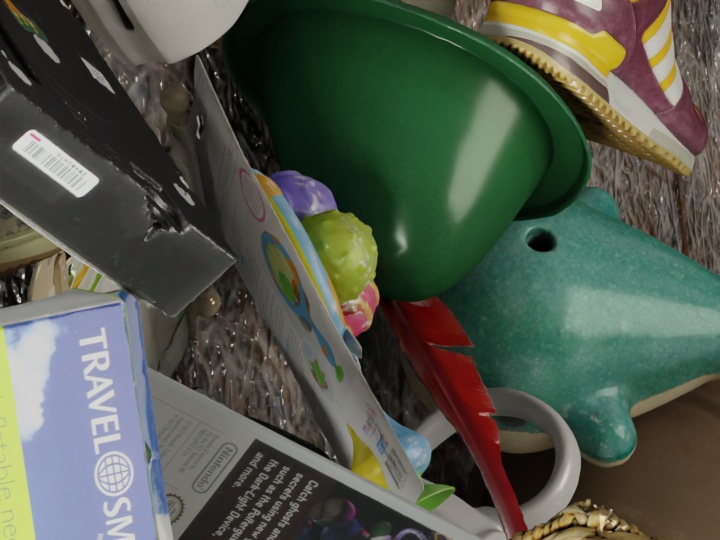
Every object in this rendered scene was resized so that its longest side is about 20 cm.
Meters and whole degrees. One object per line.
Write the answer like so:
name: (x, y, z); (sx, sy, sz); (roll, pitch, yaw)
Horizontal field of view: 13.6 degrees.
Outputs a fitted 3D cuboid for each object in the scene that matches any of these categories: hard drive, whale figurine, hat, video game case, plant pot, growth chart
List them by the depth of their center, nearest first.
hard drive: (-0.131, -0.083, 1.023); (0.140, 0.038, 0.200); (39, 13, -53)
video game case: (-0.074, 0.129, 1.056); (0.200, 0.181, 0.023); (-52, 161, -39)
growth chart: (-0.098, 0.015, 1.202); (0.200, 0.018, 0.145); (-61, 154, -49)
hat: (0.000, 0.000, 1.287); (0.166, 0.199, 0.176); (72, 38, -58)
whale figurine: (0.118, 0.016, 1.443); (0.104, 0.199, 0.160); (94, -2, -53)
plant pot: (0.130, 0.158, 1.487); (0.175, 0.200, 0.201); (-50, 131, -58)

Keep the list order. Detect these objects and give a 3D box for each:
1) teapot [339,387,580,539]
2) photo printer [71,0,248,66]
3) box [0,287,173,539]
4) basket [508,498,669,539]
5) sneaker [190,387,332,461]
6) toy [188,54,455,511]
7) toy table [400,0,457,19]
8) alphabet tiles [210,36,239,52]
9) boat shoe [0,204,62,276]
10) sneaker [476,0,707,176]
teapot: (0.028, 0.174, 1.335); (0.197, 0.146, 0.201); (-31, 113, -63)
photo printer: (-0.080, -0.194, 1.237); (0.200, 0.069, 0.167); (-65, 143, -45)
box: (-0.144, 0.080, 0.979); (0.199, 0.048, 0.122); (-12, 98, -30)
basket: (0.061, 0.205, 1.137); (0.143, 0.200, 0.149); (33, 43, -33)
sneaker: (-0.063, 0.121, 1.200); (0.200, 0.090, 0.067); (-60, 159, -52)
toy: (-0.012, 0.011, 1.242); (0.115, 0.047, 0.200); (110, -43, -70)
toy table: (0.064, -0.175, 1.457); (0.117, 0.183, 0.200); (71, -5, -48)
alphabet tiles: (-0.077, -0.185, 1.333); (0.200, 0.006, 0.167); (13, 75, -64)
boat shoe: (-0.149, -0.030, 1.074); (0.200, 0.073, 0.063); (-42, 126, -59)
sneaker: (0.119, -0.106, 1.350); (0.090, 0.075, 0.200); (-68, 156, -3)
